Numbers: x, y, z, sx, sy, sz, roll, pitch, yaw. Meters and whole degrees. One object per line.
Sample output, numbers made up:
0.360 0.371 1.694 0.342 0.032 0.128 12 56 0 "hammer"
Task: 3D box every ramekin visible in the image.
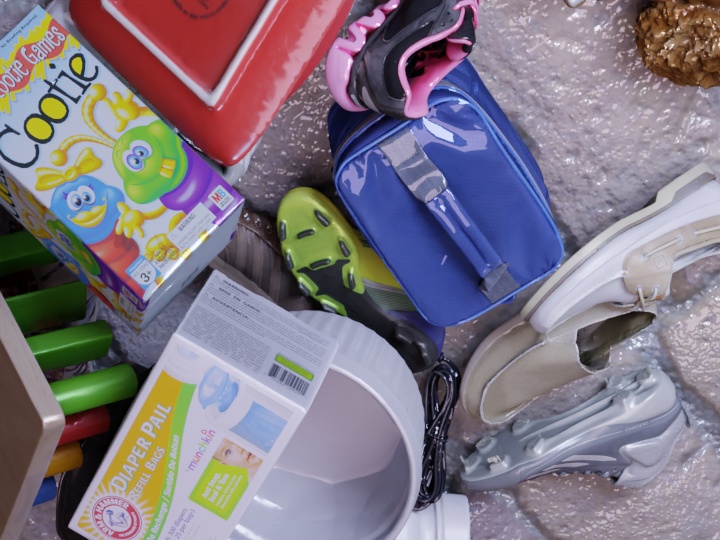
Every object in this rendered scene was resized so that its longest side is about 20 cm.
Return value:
-0.042 0.128 1.442 0.198 0.105 0.202 6 117 11 "ramekin"

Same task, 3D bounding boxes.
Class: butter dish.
-0.079 -0.206 1.331 0.200 0.147 0.200 42 113 22 "butter dish"

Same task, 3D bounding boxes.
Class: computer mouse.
-0.013 0.111 1.533 0.198 0.046 0.142 16 89 8 "computer mouse"

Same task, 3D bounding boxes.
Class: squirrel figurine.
0.239 -0.215 1.339 0.185 0.142 0.202 -12 116 11 "squirrel figurine"

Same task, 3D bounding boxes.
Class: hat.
-0.193 0.131 1.497 0.200 0.081 0.202 -35 143 -31 "hat"

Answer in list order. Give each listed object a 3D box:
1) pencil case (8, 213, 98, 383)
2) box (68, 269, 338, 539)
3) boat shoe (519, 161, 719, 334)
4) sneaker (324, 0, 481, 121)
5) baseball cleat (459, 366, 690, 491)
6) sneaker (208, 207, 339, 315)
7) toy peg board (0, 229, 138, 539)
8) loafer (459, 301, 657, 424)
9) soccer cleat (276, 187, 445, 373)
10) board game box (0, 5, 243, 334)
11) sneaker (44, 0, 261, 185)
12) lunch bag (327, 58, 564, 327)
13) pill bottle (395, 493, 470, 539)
-0.243 0.019 1.475 0.089 0.078 0.202 13 117 4 "pencil case"
-0.116 0.121 1.340 0.112 0.102 0.201 30 119 -2 "box"
0.217 -0.005 1.436 0.199 0.075 0.069 -36 82 -13 "boat shoe"
0.063 -0.191 1.334 0.079 0.095 0.201 38 83 -44 "sneaker"
0.189 0.161 1.574 0.199 0.070 0.107 -26 116 12 "baseball cleat"
-0.089 -0.024 1.475 0.076 0.070 0.200 -46 118 0 "sneaker"
-0.260 0.081 1.388 0.097 0.201 0.200 -14 149 -34 "toy peg board"
0.164 0.063 1.507 0.200 0.069 0.075 -44 139 16 "loafer"
0.000 0.001 1.473 0.064 0.084 0.200 -24 122 29 "soccer cleat"
-0.192 -0.070 1.299 0.200 0.103 0.105 43 73 4 "board game box"
-0.156 -0.136 1.382 0.199 0.100 0.078 32 113 -18 "sneaker"
0.067 -0.055 1.417 0.135 0.133 0.200 -31 115 14 "lunch bag"
-0.007 0.234 1.581 0.198 0.111 0.112 2 119 -3 "pill bottle"
